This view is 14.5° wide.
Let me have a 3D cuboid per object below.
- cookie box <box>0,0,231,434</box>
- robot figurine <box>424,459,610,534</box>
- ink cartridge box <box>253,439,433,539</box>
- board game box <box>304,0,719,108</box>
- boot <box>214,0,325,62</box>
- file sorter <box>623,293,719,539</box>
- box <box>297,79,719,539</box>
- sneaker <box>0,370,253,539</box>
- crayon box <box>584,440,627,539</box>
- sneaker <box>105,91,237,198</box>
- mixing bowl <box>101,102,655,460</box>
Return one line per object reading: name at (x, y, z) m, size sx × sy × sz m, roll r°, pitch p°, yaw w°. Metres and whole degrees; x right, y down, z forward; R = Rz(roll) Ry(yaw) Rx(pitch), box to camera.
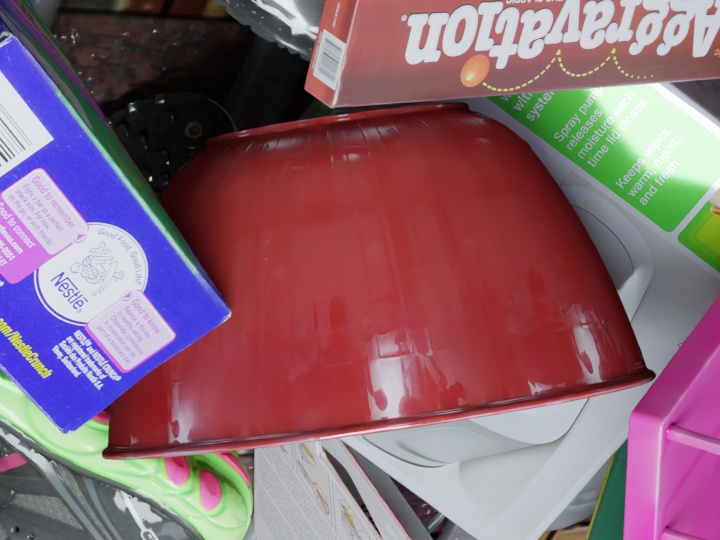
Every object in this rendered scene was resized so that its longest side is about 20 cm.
cookie box at (-0.142, -0.071, 0.920) m, size 0.075 × 0.200 × 0.171 m, roll -35°, pitch 143°, yaw 0°
robot figurine at (0.086, 0.038, 1.276) m, size 0.170 × 0.113 × 0.200 m, roll -10°, pitch 137°, yaw -41°
ink cartridge box at (0.013, 0.128, 1.250) m, size 0.045 × 0.200 × 0.176 m, roll -22°, pitch 142°, yaw -19°
board game box at (0.075, -0.112, 0.991) m, size 0.200 × 0.019 × 0.103 m, roll -7°, pitch 123°, yaw -38°
boot at (-0.015, -0.150, 0.979) m, size 0.200 × 0.070 × 0.132 m, roll 20°, pitch 123°, yaw -17°
file sorter at (0.179, 0.112, 1.044) m, size 0.139 × 0.125 × 0.200 m, roll -46°, pitch 145°, yaw -46°
box at (0.056, -0.020, 1.132) m, size 0.176 × 0.097 × 0.200 m, roll 37°, pitch 110°, yaw -9°
sneaker at (-0.141, 0.069, 1.090) m, size 0.084 × 0.200 × 0.077 m, roll -63°, pitch 170°, yaw 18°
crayon box at (0.122, 0.160, 1.223) m, size 0.200 × 0.058 × 0.173 m, roll 54°, pitch 53°, yaw -75°
sneaker at (-0.113, 0.008, 1.149) m, size 0.200 × 0.072 × 0.072 m, roll -54°, pitch 170°, yaw 17°
mixing bowl at (0.000, 0.000, 1.006) m, size 0.200 × 0.108 × 0.200 m, roll -7°, pitch 180°, yaw 0°
